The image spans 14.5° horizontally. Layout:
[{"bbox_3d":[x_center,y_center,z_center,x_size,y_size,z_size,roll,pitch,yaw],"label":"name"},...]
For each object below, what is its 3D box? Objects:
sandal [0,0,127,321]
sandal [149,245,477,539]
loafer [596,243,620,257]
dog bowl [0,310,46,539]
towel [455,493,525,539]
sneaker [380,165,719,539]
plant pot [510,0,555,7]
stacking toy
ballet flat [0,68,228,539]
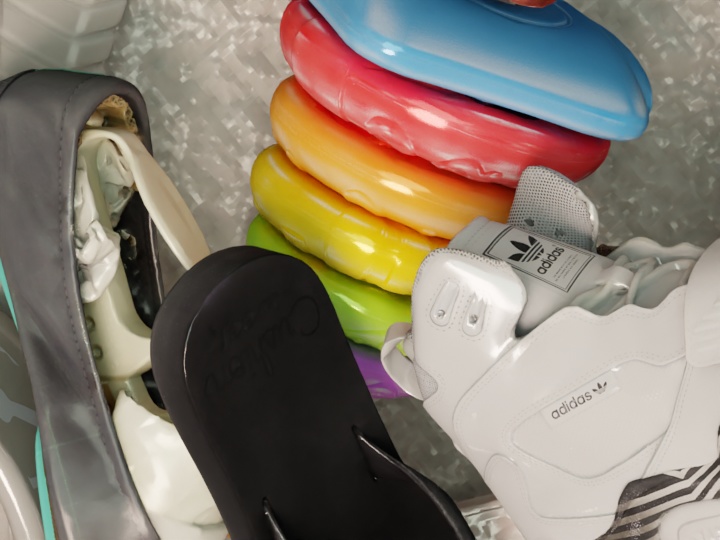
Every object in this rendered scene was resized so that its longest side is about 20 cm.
[{"bbox_3d":[-0.119,-0.082,0.915,0.082,0.050,0.203,8,96,-46],"label":"sandal"},{"bbox_3d":[-0.001,0.082,0.852,0.076,0.043,0.200,-47,127,-22],"label":"sandal"},{"bbox_3d":[0.136,0.042,0.907,0.200,0.073,0.071,35,71,-29],"label":"loafer"},{"bbox_3d":[-0.181,0.092,0.893,0.200,0.059,0.200,0,105,2],"label":"dog bowl"},{"bbox_3d":[0.031,0.180,0.938,0.191,0.032,0.200,-14,92,-1],"label":"towel"},{"bbox_3d":[0.085,0.010,0.779,0.115,0.075,0.200,45,132,4],"label":"sneaker"},{"bbox_3d":[0.036,-0.199,0.831,0.200,0.200,0.176,22,123,-4],"label":"plant pot"},{"bbox_3d":[0.000,0.000,0.898,0.110,0.116,0.200,16,107,-25],"label":"stacking toy"},{"bbox_3d":[-0.070,0.032,0.862,0.073,0.073,0.200,-13,87,-1],"label":"ballet flat"}]
